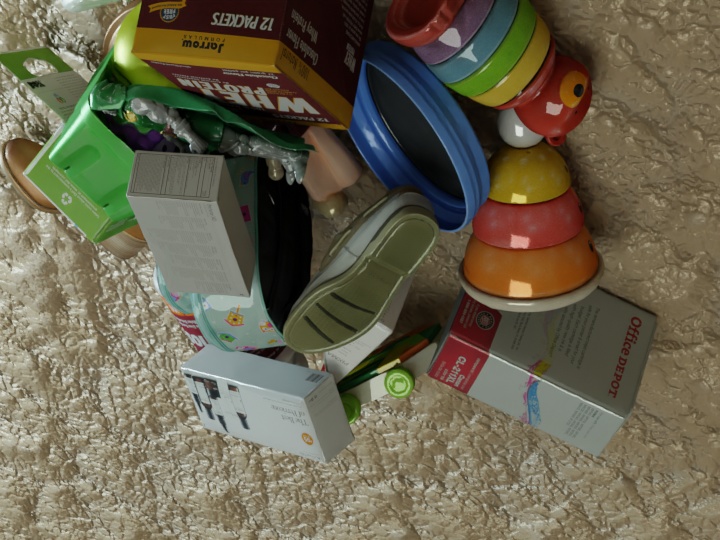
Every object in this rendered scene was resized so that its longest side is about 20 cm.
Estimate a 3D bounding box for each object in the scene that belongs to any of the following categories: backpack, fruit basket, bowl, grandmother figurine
[{"bbox_3d":[-0.126,-0.017,1.768,0.152,0.202,0.176,-13,162,9],"label":"backpack"},{"bbox_3d":[-0.185,-0.174,1.641,0.215,0.217,0.156,-25,119,42],"label":"fruit basket"},{"bbox_3d":[0.049,-0.129,1.661,0.201,0.039,0.201,47,161,21],"label":"bowl"},{"bbox_3d":[-0.060,-0.147,1.703,0.060,0.122,0.200,-1,146,29],"label":"grandmother figurine"}]

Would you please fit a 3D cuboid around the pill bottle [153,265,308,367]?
[{"bbox_3d":[-0.139,0.055,1.959,0.112,0.114,0.201,-8,129,33],"label":"pill bottle"}]

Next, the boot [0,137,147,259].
[{"bbox_3d":[-0.283,-0.113,1.900,0.199,0.074,0.155,34,134,-14],"label":"boot"}]

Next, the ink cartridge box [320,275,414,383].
[{"bbox_3d":[-0.008,0.041,1.841,0.050,0.162,0.200,33,139,-13],"label":"ink cartridge box"}]

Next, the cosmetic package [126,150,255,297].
[{"bbox_3d":[-0.149,-0.040,1.581,0.081,0.051,0.200,6,156,7],"label":"cosmetic package"}]

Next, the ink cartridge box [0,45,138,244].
[{"bbox_3d":[-0.295,-0.133,1.782,0.200,0.148,0.076,43,107,3],"label":"ink cartridge box"}]

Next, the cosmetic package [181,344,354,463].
[{"bbox_3d":[-0.100,0.140,1.842,0.199,0.051,0.083,9,129,45],"label":"cosmetic package"}]

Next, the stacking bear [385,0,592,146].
[{"bbox_3d":[0.129,-0.195,1.573,0.199,0.122,0.113,36,159,-24],"label":"stacking bear"}]

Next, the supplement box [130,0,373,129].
[{"bbox_3d":[-0.080,-0.247,1.494,0.131,0.203,0.197,8,172,19],"label":"supplement box"}]

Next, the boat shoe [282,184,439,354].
[{"bbox_3d":[0.000,0.000,1.689,0.074,0.069,0.200,35,114,-29],"label":"boat shoe"}]

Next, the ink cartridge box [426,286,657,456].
[{"bbox_3d":[0.188,0.079,1.792,0.198,0.146,0.083,26,139,0],"label":"ink cartridge box"}]

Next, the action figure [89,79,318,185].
[{"bbox_3d":[-0.142,-0.125,1.538,0.198,0.055,0.118,19,175,-13],"label":"action figure"}]

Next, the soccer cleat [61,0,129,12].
[{"bbox_3d":[-0.213,-0.287,1.682,0.199,0.070,0.078,-24,122,38],"label":"soccer cleat"}]

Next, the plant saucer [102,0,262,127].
[{"bbox_3d":[-0.174,-0.191,1.786,0.198,0.032,0.202,14,138,13],"label":"plant saucer"}]

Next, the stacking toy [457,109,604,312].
[{"bbox_3d":[0.161,-0.073,1.684,0.144,0.146,0.202,6,120,21],"label":"stacking toy"}]

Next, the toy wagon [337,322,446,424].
[{"bbox_3d":[0.048,0.099,1.880,0.199,0.155,0.040,-28,97,21],"label":"toy wagon"}]
